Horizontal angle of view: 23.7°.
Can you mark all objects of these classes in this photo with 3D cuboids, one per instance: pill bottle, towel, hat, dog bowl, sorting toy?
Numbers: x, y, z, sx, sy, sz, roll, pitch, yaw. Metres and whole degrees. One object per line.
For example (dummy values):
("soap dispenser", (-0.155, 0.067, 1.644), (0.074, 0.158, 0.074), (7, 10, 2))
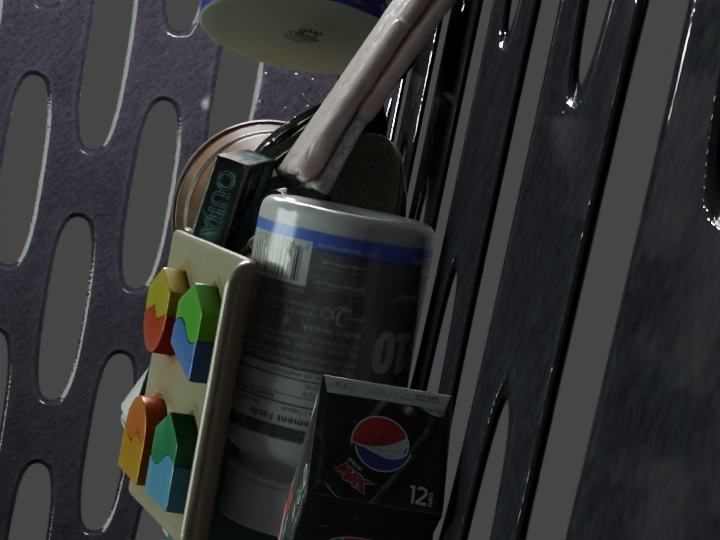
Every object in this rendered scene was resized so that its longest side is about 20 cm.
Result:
("pill bottle", (-0.025, 0.061, 1.070), (0.114, 0.113, 0.202), (-118, 38, -83))
("towel", (0.009, -0.139, 1.222), (0.192, 0.032, 0.200), (-56, 8, 0))
("hat", (-0.013, -0.108, 1.495), (0.200, 0.081, 0.201), (-33, 10, 6))
("dog bowl", (-0.047, -0.250, 1.568), (0.200, 0.198, 0.079), (118, 160, -77))
("sorting toy", (-0.118, 0.073, 1.107), (0.200, 0.036, 0.187), (-158, 78, -72))

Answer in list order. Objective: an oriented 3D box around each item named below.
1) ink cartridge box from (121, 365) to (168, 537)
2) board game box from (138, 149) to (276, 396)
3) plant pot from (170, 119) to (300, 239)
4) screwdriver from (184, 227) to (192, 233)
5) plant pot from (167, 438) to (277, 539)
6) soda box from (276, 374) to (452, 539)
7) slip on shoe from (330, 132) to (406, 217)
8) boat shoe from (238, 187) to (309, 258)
("ink cartridge box", (-0.101, 0.108, 1.404), (0.200, 0.082, 0.147), (-51, 51, 33))
("board game box", (-0.114, 0.010, 1.271), (0.135, 0.028, 0.201), (-49, -23, -82))
("plant pot", (-0.079, -0.042, 1.671), (0.198, 0.199, 0.202), (-146, 66, -77))
("screwdriver", (-0.080, 0.014, 1.541), (0.029, 0.200, 0.028), (-53, -16, 13))
("plant pot", (-0.065, 0.193, 1.189), (0.142, 0.140, 0.201), (106, 168, -51))
("soda box", (-0.003, 0.127, 0.890), (0.200, 0.070, 0.064), (107, 171, -61))
("slip on shoe", (0.000, 0.000, 1.272), (0.061, 0.073, 0.202), (51, -135, -66))
("boat shoe", (-0.056, 0.004, 1.209), (0.075, 0.068, 0.201), (-54, 30, 26))
